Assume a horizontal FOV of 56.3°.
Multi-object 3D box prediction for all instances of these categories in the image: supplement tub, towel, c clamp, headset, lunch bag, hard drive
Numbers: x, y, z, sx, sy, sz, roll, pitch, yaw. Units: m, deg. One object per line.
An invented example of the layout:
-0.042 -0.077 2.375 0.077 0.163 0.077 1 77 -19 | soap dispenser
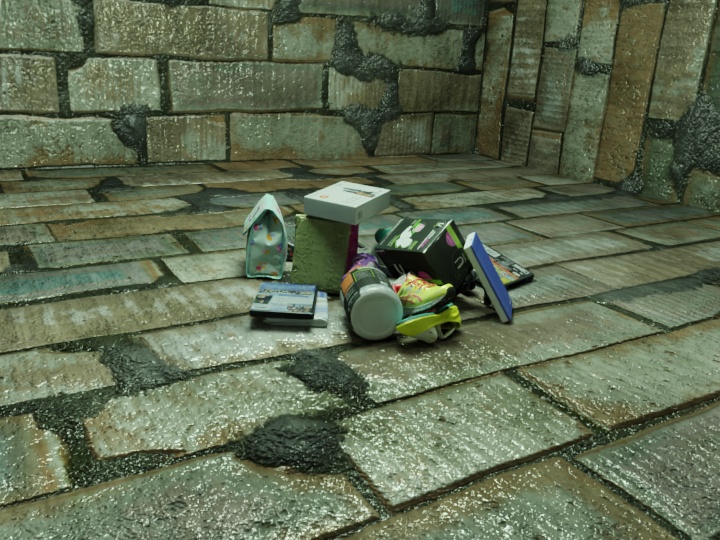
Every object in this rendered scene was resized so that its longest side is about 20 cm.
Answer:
0.019 0.065 1.518 0.121 0.124 0.200 0 19 -9 | supplement tub
-0.101 -0.042 1.709 0.147 0.202 0.036 4 2 3 | towel
-0.044 -0.077 2.093 0.169 0.027 0.200 -4 20 -19 | c clamp
0.256 0.043 1.751 0.123 0.095 0.199 -18 12 -39 | headset
-0.259 -0.097 1.837 0.121 0.202 0.171 1 19 -6 | lunch bag
0.311 0.013 1.629 0.025 0.201 0.132 -26 9 20 | hard drive
-0.148 0.084 1.591 0.145 0.024 0.200 3 18 -4 | towel

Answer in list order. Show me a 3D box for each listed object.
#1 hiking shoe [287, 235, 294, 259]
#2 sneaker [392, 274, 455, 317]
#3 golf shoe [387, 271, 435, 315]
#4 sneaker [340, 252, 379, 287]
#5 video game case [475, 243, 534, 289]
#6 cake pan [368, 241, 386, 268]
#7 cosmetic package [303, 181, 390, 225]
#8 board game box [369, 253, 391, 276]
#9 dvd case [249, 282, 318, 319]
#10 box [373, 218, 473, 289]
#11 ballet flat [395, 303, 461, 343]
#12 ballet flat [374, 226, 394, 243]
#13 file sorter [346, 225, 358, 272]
-0.200 -0.067 1.987 0.198 0.076 0.101 19 14 18 | hiking shoe
0.130 0.050 1.515 0.078 0.091 0.199 -11 -6 -39 | sneaker
0.120 0.041 1.659 0.072 0.093 0.199 -9 19 -32 | golf shoe
0.000 0.000 1.704 0.080 0.090 0.200 -8 2 20 | sneaker
0.362 -0.011 1.900 0.180 0.026 0.199 -14 40 -44 | video game case
0.119 -0.049 1.886 0.198 0.037 0.201 2 19 -1 | cake pan
-0.031 -0.177 1.732 0.149 0.052 0.200 12 23 25 | cosmetic package
0.153 -0.021 1.934 0.198 0.042 0.199 19 25 39 | board game box
-0.173 0.069 1.564 0.141 0.018 0.200 4 17 -2 | dvd case
0.162 -0.037 1.682 0.124 0.149 0.199 -47 28 -22 | box
0.157 0.121 1.466 0.199 0.068 0.067 -13 -13 -47 | ballet flat
0.137 -0.080 1.837 0.198 0.069 0.072 3 -1 3 | ballet flat
-0.080 -0.074 1.801 0.137 0.202 0.126 5 19 4 | file sorter
